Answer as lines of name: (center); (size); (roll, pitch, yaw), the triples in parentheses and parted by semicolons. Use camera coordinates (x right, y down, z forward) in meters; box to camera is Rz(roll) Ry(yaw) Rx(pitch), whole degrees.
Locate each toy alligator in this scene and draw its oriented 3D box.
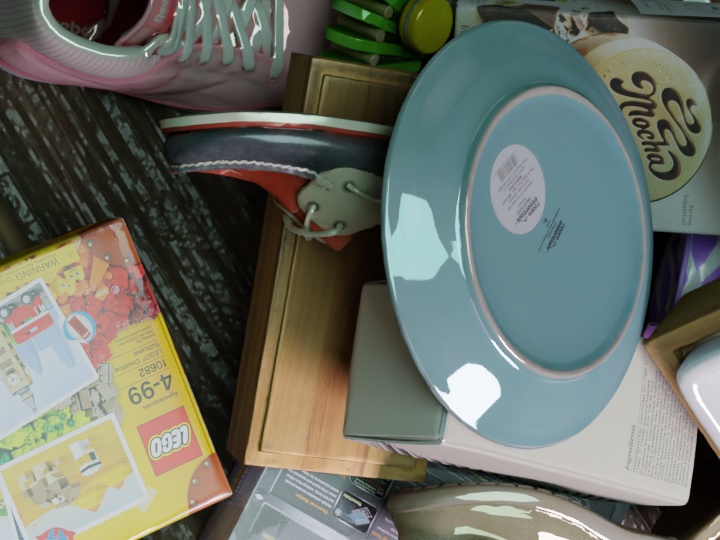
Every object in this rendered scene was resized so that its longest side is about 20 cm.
toy alligator: (-0.003, -0.087, 1.166); (0.054, 0.059, 0.202); (0, 111, -47)

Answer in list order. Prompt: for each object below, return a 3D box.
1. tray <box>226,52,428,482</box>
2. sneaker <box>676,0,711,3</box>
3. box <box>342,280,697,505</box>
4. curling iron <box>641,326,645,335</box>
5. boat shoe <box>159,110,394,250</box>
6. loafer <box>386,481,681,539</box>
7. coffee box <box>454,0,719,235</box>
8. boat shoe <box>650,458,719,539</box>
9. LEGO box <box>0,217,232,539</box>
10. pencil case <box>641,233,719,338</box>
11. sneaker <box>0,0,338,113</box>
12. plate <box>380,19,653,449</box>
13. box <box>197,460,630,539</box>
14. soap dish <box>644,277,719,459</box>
tray: (0.000, 0.000, 1.130); (0.098, 0.037, 0.202); (7, 96, -21)
sneaker: (0.156, -0.115, 1.257); (0.089, 0.075, 0.202); (-19, 88, -12)
box: (0.085, 0.063, 1.125); (0.199, 0.068, 0.083); (20, 75, -44)
curling iron: (0.090, 0.010, 1.238); (0.199, 0.049, 0.026); (19, 82, -25)
boat shoe: (-0.001, -0.040, 1.068); (0.198, 0.071, 0.063); (6, 93, -26)
loafer: (0.102, 0.156, 1.163); (0.199, 0.076, 0.069); (18, 75, -21)
coffee box: (0.147, -0.083, 1.187); (0.198, 0.080, 0.114); (4, 103, 5)
boat shoe: (0.250, 0.124, 1.279); (0.199, 0.072, 0.072); (-33, 98, -26)
LEGO box: (-0.186, 0.081, 1.104); (0.199, 0.077, 0.150); (-24, 96, -21)
pencil case: (0.255, 0.029, 1.242); (0.198, 0.084, 0.086); (14, 61, 2)
sneaker: (-0.085, -0.123, 1.140); (0.199, 0.105, 0.076); (1, 85, -23)
plate: (0.085, -0.018, 1.063); (0.199, 0.025, 0.202); (3, 85, -46)
box: (0.033, 0.128, 1.203); (0.199, 0.048, 0.159); (31, 78, -17)
soap dish: (0.260, 0.066, 1.158); (0.157, 0.081, 0.200); (-26, 118, 21)
